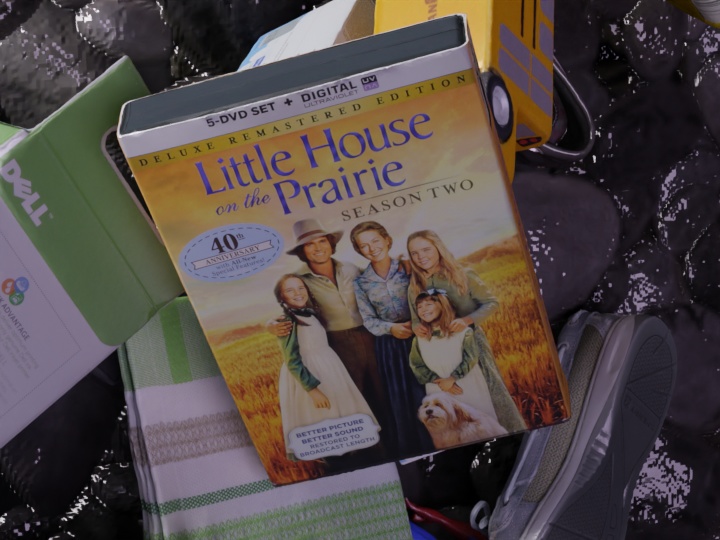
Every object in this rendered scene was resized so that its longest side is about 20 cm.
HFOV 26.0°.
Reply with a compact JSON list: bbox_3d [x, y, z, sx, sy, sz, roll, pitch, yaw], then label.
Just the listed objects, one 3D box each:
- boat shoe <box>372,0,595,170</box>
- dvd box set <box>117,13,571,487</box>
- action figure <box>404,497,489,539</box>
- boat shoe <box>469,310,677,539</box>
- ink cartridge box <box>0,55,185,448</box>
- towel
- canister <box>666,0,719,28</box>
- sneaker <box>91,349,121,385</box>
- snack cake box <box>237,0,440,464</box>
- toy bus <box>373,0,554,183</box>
[{"bbox_3d":[0.055,-0.132,0.808,0.067,0.057,0.200,-47,114,-11],"label":"boat shoe"},{"bbox_3d":[0.000,0.000,0.661,0.145,0.030,0.201,-13,126,8],"label":"dvd box set"},{"bbox_3d":[0.034,0.162,0.843,0.199,0.052,0.066,27,78,-27],"label":"action figure"},{"bbox_3d":[0.106,0.112,0.842,0.074,0.064,0.203,41,66,-42],"label":"boat shoe"},{"bbox_3d":[-0.159,0.006,0.653,0.200,0.059,0.104,-41,120,-20],"label":"ink cartridge box"},{"bbox_3d":[-0.043,0.108,0.751,0.148,0.031,0.202,-5,80,-40],"label":"towel"},{"bbox_3d":[0.138,-0.227,0.782,0.086,0.149,0.200,-40,115,6],"label":"canister"},{"bbox_3d":[-0.186,0.026,0.714,0.198,0.074,0.086,-7,102,-23],"label":"sneaker"},{"bbox_3d":[0.012,-0.023,0.768,0.067,0.115,0.201,-22,112,22],"label":"snack cake box"},{"bbox_3d":[0.048,-0.121,0.720,0.078,0.065,0.202,32,56,-53],"label":"toy bus"}]
